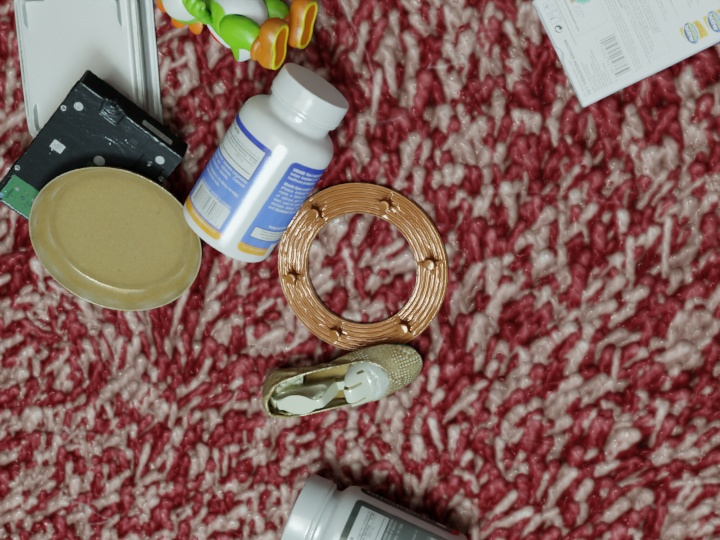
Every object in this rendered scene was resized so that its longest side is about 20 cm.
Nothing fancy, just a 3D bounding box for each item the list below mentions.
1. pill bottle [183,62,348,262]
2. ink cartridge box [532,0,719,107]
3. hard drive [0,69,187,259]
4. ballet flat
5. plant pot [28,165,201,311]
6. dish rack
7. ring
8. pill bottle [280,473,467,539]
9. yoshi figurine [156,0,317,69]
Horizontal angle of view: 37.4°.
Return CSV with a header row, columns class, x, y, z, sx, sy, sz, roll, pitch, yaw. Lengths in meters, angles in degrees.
class,x,y,z,sx,sy,sz,roll,pitch,yaw
pill bottle,-0.098,-0.118,1.149,0.112,0.112,0.200,36,110,2
ink cartridge box,0.286,-0.260,1.050,0.199,0.042,0.120,-24,98,22
hard drive,-0.308,-0.114,1.207,0.139,0.038,0.200,36,121,-19
ballet flat,-0.024,0.136,1.224,0.199,0.065,0.071,-17,111,19
plant pot,-0.278,-0.039,1.221,0.198,0.028,0.201,3,127,4
dish rack,-0.316,-0.233,1.209,0.170,0.044,0.202,2,105,14
ring,0.000,0.000,1.207,0.199,0.019,0.202,4,107,14
pill bottle,0.014,0.323,1.243,0.199,0.114,0.115,23,110,7
yoshi figurine,-0.148,-0.298,1.116,0.199,0.112,0.113,28,90,18
